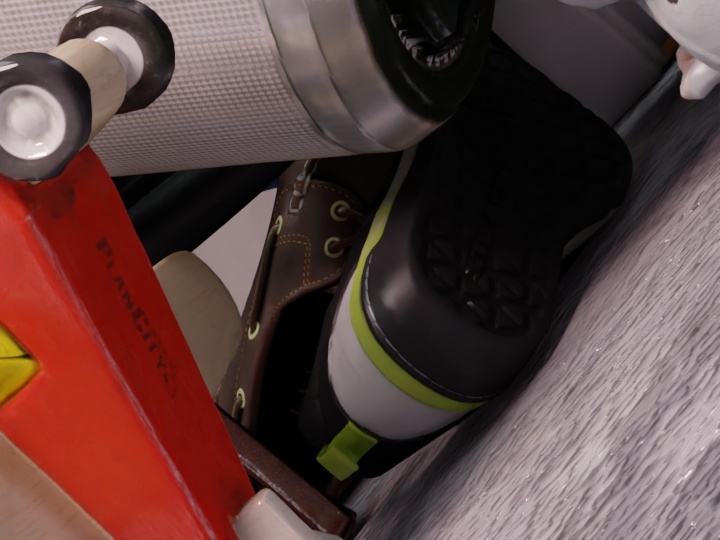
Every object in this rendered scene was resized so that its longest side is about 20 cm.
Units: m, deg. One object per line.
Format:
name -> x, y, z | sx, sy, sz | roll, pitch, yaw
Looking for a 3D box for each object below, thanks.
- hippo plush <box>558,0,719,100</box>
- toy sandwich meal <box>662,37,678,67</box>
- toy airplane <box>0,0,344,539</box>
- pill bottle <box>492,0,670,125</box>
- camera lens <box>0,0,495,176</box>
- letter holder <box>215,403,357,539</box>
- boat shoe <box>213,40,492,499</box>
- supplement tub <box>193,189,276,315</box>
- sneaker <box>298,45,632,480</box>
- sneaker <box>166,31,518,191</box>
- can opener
hippo plush -> 0.100, -0.129, 0.778 | 0.159, 0.200, 0.161 | 145, 143, -76
toy sandwich meal -> 0.078, -0.085, 1.178 | 0.205, 0.070, 0.205 | -56, 1, 2
toy airplane -> -0.086, 0.044, 0.718 | 0.141, 0.200, 0.200 | -20, 57, 20
pill bottle -> 0.118, -0.157, 0.988 | 0.200, 0.114, 0.114 | -48, 3, 8
camera lens -> -0.066, -0.108, 0.814 | 0.199, 0.160, 0.160 | -5, 22, 20
letter holder -> -0.107, 0.123, 0.923 | 0.142, 0.101, 0.200 | -53, 4, -24
boat shoe -> 0.000, 0.000, 0.948 | 0.070, 0.070, 0.200 | -108, 34, -70
supplement tub -> -0.058, 0.011, 1.136 | 0.145, 0.145, 0.200 | -51, 4, -25
sneaker -> 0.023, -0.003, 0.866 | 0.083, 0.072, 0.200 | -50, 2, 31
sneaker -> -0.002, -0.067, 1.011 | 0.200, 0.078, 0.066 | -39, -23, -51
can opener -> -0.082, -0.010, 0.887 | 0.200, 0.079, 0.063 | -38, -40, -18
